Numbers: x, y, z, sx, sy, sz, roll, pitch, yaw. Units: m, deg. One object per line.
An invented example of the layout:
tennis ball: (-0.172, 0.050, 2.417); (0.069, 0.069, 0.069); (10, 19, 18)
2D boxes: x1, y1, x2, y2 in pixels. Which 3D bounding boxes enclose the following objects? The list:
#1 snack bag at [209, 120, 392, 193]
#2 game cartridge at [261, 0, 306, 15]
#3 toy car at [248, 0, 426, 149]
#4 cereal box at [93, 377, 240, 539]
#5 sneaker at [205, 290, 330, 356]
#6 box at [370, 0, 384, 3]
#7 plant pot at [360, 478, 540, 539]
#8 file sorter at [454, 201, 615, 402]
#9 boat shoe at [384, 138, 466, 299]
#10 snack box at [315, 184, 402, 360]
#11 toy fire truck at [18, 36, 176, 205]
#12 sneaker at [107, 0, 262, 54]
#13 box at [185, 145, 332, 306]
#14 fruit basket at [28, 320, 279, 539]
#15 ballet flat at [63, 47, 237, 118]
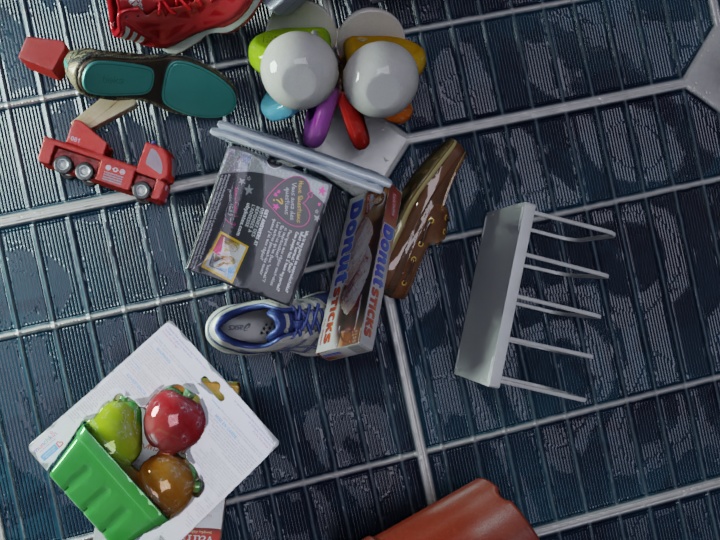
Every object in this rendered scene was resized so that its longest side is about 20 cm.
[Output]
snack bag: (-0.062, -0.124, 0.929); (0.187, 0.200, 0.022); (18, 98, -5)
game cartridge: (-0.060, -0.378, 0.896); (0.133, 0.041, 0.200); (46, 114, 18)
toy car: (-0.030, -0.210, 0.970); (0.198, 0.176, 0.151); (4, 124, -8)
cereal box: (-0.219, 0.221, 0.975); (0.142, 0.040, 0.202); (6, 88, -6)
sneaker: (-0.077, 0.065, 0.975); (0.198, 0.088, 0.076); (-9, 88, -9)
box: (0.103, -0.397, 0.966); (0.198, 0.176, 0.098); (-17, 89, -7)
plant pot: (0.098, 0.346, 0.948); (0.194, 0.201, 0.202); (-29, 92, -16)
file sorter: (0.202, 0.038, 0.988); (0.123, 0.139, 0.202); (12, 87, -9)
boat shoe: (0.071, -0.059, 1.010); (0.067, 0.072, 0.201); (30, 91, -11)
snack box: (0.000, 0.000, 0.958); (0.024, 0.072, 0.202); (31, 57, -33)
toy fire truck: (-0.297, -0.168, 0.971); (0.198, 0.049, 0.142); (18, 85, -8)
sneaker: (-0.193, -0.286, 0.905); (0.115, 0.199, 0.079); (-14, 82, -51)
box: (-0.104, -0.048, 0.914); (0.114, 0.200, 0.133); (20, 91, -8)
fruit basket: (-0.220, 0.189, 0.924); (0.200, 0.094, 0.185); (-43, 91, -19)
ballet flat: (-0.235, -0.219, 0.960); (0.199, 0.075, 0.068); (1, 120, -40)
